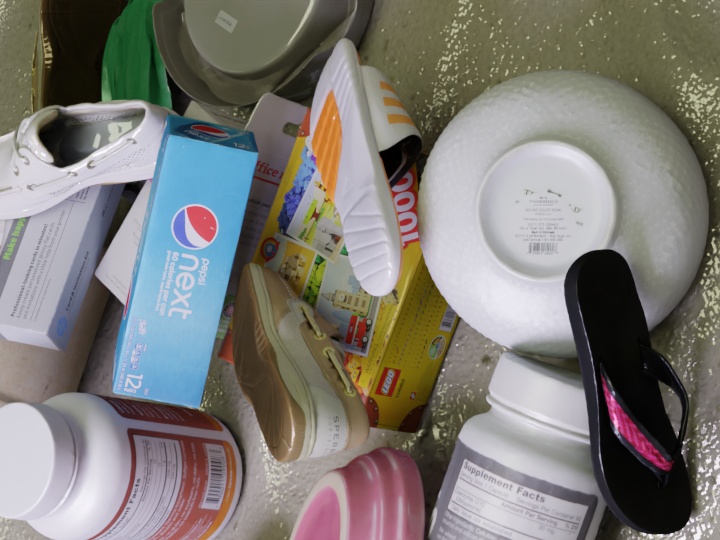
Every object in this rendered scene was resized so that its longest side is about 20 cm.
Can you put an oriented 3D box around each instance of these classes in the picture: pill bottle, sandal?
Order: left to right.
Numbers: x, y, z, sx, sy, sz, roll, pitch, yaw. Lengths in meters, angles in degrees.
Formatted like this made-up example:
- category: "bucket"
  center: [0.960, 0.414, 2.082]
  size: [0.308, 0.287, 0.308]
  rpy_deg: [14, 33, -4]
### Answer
- category: "pill bottle"
  center: [-0.192, 0.152, 1.535]
  size: [0.112, 0.200, 0.113]
  rpy_deg: [-8, 76, 36]
- category: "sandal"
  center: [0.014, -0.068, 1.411]
  size: [0.079, 0.059, 0.207]
  rpy_deg: [123, 142, -48]
- category: "pill bottle"
  center: [0.107, 0.165, 1.360]
  size: [0.113, 0.113, 0.201]
  rpy_deg: [23, 95, 38]
- category: "sandal"
  center: [0.179, 0.083, 1.297]
  size: [0.045, 0.075, 0.201]
  rpy_deg: [1, 113, 46]

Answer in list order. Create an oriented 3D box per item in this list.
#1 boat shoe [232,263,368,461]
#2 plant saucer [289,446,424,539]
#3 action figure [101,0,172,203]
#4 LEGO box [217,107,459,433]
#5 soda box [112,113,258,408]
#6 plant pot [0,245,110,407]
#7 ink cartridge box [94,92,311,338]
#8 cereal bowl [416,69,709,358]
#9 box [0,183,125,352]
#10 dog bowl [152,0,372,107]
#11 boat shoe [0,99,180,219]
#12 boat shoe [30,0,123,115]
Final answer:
- category: "boat shoe"
  center: [-0.044, 0.065, 1.409]
  size: [0.200, 0.066, 0.074]
  rpy_deg: [-112, 30, -52]
- category: "plant saucer"
  center: [-0.015, 0.219, 1.415]
  size: [0.200, 0.051, 0.201]
  rpy_deg: [-164, 90, -75]
- category: "action figure"
  center: [-0.178, -0.157, 1.672]
  size: [0.118, 0.055, 0.201]
  rpy_deg: [-24, 58, 43]
- category: "LEGO box"
  center: [0.000, 0.000, 1.495]
  size: [0.149, 0.077, 0.201]
  rpy_deg: [23, 96, 37]
- category: "soda box"
  center: [-0.129, -0.006, 1.476]
  size: [0.064, 0.068, 0.201]
  rpy_deg: [-108, 31, -70]
- category: "plant pot"
  center: [-0.293, 0.042, 1.658]
  size: [0.200, 0.200, 0.184]
  rpy_deg: [22, 83, 38]
- category: "ink cartridge box"
  center: [-0.103, -0.054, 1.558]
  size: [0.067, 0.117, 0.200]
  rpy_deg: [42, 106, 39]
- category: "cereal bowl"
  center: [0.131, -0.039, 1.355]
  size: [0.199, 0.083, 0.201]
  rpy_deg: [0, 89, 14]
- category: "box"
  center: [-0.299, -0.029, 1.577]
  size: [0.199, 0.041, 0.156]
  rpy_deg: [10, 68, 20]
- category: "dog bowl"
  center: [-0.074, -0.222, 1.606]
  size: [0.200, 0.059, 0.201]
  rpy_deg: [-8, 76, 37]
- category: "boat shoe"
  center: [-0.231, -0.094, 1.520]
  size: [0.199, 0.069, 0.071]
  rpy_deg: [-15, 63, 18]
- category: "boat shoe"
  center: [-0.250, -0.186, 1.726]
  size: [0.066, 0.074, 0.201]
  rpy_deg: [154, 126, -63]
